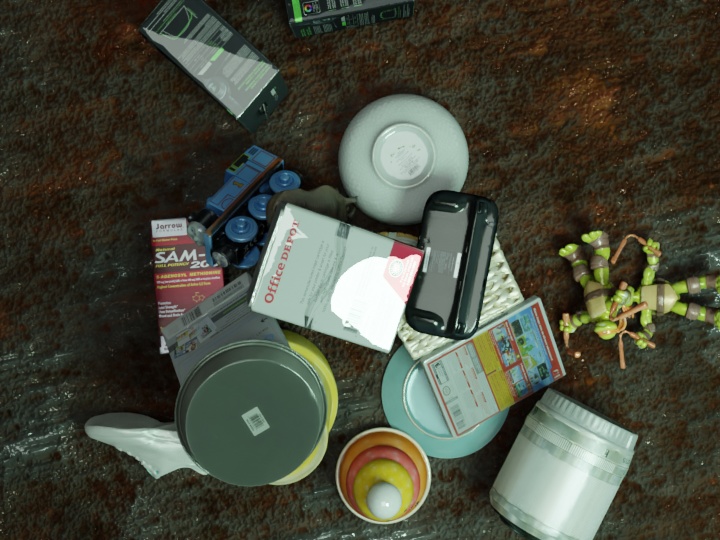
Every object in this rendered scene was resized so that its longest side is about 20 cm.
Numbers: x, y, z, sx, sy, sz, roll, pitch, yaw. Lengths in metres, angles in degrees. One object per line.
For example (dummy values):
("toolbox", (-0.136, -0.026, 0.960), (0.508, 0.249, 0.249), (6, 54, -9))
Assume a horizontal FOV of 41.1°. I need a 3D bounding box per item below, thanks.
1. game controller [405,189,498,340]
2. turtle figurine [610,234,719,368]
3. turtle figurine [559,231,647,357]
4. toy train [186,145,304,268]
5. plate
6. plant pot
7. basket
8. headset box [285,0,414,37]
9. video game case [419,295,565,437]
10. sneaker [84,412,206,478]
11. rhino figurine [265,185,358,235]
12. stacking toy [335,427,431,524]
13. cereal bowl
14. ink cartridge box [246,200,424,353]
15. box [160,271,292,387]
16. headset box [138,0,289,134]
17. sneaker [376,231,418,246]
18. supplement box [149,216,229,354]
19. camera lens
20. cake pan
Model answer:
("game controller", (0.125, -0.008, 1.317), (0.104, 0.042, 0.202), (11, 89, 16))
("turtle figurine", (0.452, 0.050, 1.426), (0.160, 0.064, 0.202), (3, 84, 19))
("turtle figurine", (0.349, 0.029, 1.387), (0.064, 0.200, 0.162), (-1, 69, -20))
("toy train", (-0.166, -0.088, 1.386), (0.114, 0.087, 0.200), (27, 56, 18))
("plate", (0.131, 0.187, 1.458), (0.198, 0.026, 0.202), (0, 91, 2))
("plant pot", (-0.123, 0.204, 1.358), (0.199, 0.189, 0.202), (-3, 106, -10))
("basket", (0.125, 0.034, 1.396), (0.199, 0.136, 0.124), (-28, 86, 1))
("headset box", (-0.033, -0.451, 1.410), (0.198, 0.093, 0.176), (-9, 90, 2))
("video game case", (0.197, 0.142, 1.414), (0.199, 0.017, 0.144), (-27, 115, -9))
("sneaker", (-0.320, 0.270, 1.451), (0.198, 0.075, 0.089), (8, 103, 0))
("rhino figurine", (-0.064, -0.078, 1.368), (0.060, 0.199, 0.088), (17, 108, 34))
("stacking toy", (0.030, 0.314, 1.374), (0.145, 0.200, 0.147), (0, 92, 3))
("cereal bowl", (0.064, -0.167, 1.425), (0.198, 0.083, 0.202), (0, 90, 1))
("ink cartridge box", (-0.037, 0.007, 1.270), (0.199, 0.083, 0.146), (19, 95, -14))
("box", (-0.185, 0.105, 1.328), (0.155, 0.200, 0.041), (-34, 127, -2))
("headset box", (-0.199, -0.296, 1.384), (0.200, 0.174, 0.093), (42, 91, -1))
("sneaker", (0.000, 0.000, 1.423), (0.198, 0.076, 0.088), (-9, 64, 11))
("supplement box", (-0.253, 0.020, 1.446), (0.108, 0.061, 0.202), (-5, 90, 0))
("camera lens", (0.291, 0.292, 1.388), (0.159, 0.160, 0.201), (26, 91, 1))
("cake pan", (-0.138, 0.189, 1.233), (0.199, 0.037, 0.202), (-3, 104, -10))
